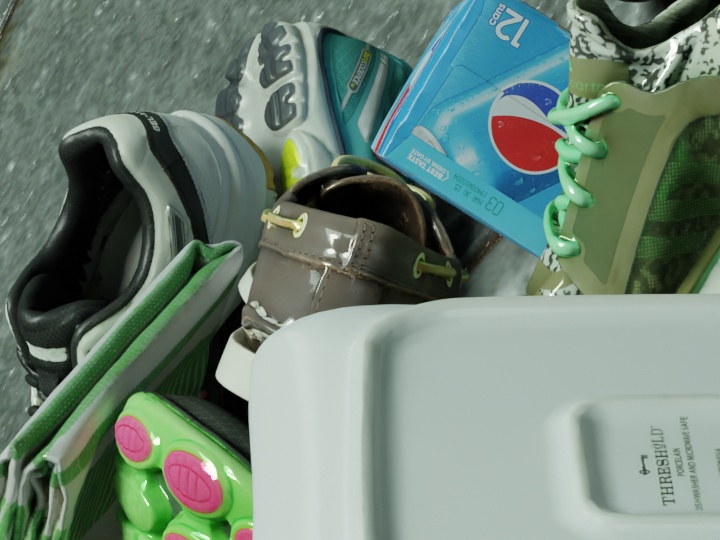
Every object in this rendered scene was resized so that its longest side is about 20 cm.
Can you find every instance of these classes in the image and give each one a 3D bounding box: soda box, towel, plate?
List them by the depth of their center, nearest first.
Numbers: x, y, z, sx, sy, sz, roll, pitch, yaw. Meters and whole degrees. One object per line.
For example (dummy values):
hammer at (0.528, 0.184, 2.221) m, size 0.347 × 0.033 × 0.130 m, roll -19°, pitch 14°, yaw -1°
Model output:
plate at (0.073, 0.054, 0.591) m, size 0.200 × 0.200 × 0.032 m, roll -91°, pitch 1°, yaw -62°
towel at (-0.086, 0.101, 0.854) m, size 0.153 × 0.023 × 0.200 m, roll -55°, pitch -20°, yaw -56°
soda box at (0.048, -0.048, 0.880) m, size 0.064 × 0.068 × 0.200 m, roll -59°, pitch 2°, yaw 2°

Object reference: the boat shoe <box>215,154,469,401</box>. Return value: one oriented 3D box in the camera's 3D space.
boat shoe at (0.000, 0.000, 0.796) m, size 0.200 × 0.072 × 0.060 m, roll -58°, pitch -12°, yaw -80°

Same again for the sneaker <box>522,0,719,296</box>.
sneaker at (0.076, -0.035, 0.720) m, size 0.200 × 0.089 × 0.077 m, roll -46°, pitch 15°, yaw 11°

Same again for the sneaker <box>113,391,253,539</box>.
sneaker at (0.017, 0.087, 0.745) m, size 0.084 × 0.200 × 0.077 m, roll -37°, pitch -35°, yaw -51°

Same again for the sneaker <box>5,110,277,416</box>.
sneaker at (-0.098, 0.037, 0.954) m, size 0.076 × 0.088 × 0.200 m, roll 14°, pitch 93°, yaw 36°

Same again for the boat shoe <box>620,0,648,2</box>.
boat shoe at (0.099, -0.131, 0.961) m, size 0.201 × 0.072 × 0.066 m, roll 13°, pitch 68°, yaw 57°

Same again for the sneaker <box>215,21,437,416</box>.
sneaker at (0.000, -0.002, 0.987) m, size 0.077 × 0.080 × 0.200 m, roll -37°, pitch 51°, yaw 52°

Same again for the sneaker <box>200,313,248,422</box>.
sneaker at (-0.056, 0.032, 1.024) m, size 0.079 × 0.095 × 0.200 m, roll -23°, pitch 44°, yaw 46°
